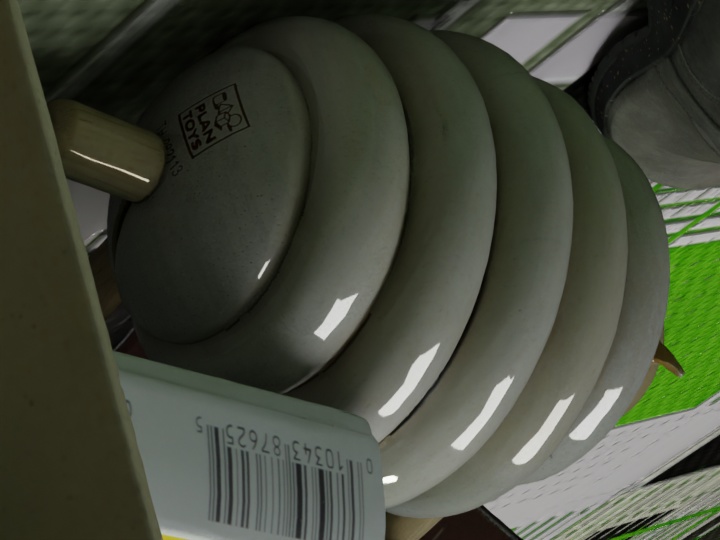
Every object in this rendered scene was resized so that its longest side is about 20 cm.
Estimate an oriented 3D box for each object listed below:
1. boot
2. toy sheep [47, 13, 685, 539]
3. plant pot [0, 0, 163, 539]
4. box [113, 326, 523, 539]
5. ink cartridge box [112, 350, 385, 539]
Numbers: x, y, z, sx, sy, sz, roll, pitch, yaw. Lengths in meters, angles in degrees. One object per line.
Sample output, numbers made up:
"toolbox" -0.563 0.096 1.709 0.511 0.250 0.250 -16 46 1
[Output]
"boot" 0.129 -0.026 0.845 0.068 0.131 0.200 -26 165 -6
"toy sheep" 0.000 0.000 0.714 0.200 0.138 0.138 16 138 -40
"plant pot" -0.146 0.017 0.409 0.177 0.200 0.200 -19 166 8
"box" -0.033 0.128 0.923 0.166 0.164 0.200 -48 167 -5
"ink cartridge box" -0.131 0.053 0.628 0.200 0.047 0.198 -16 162 31
